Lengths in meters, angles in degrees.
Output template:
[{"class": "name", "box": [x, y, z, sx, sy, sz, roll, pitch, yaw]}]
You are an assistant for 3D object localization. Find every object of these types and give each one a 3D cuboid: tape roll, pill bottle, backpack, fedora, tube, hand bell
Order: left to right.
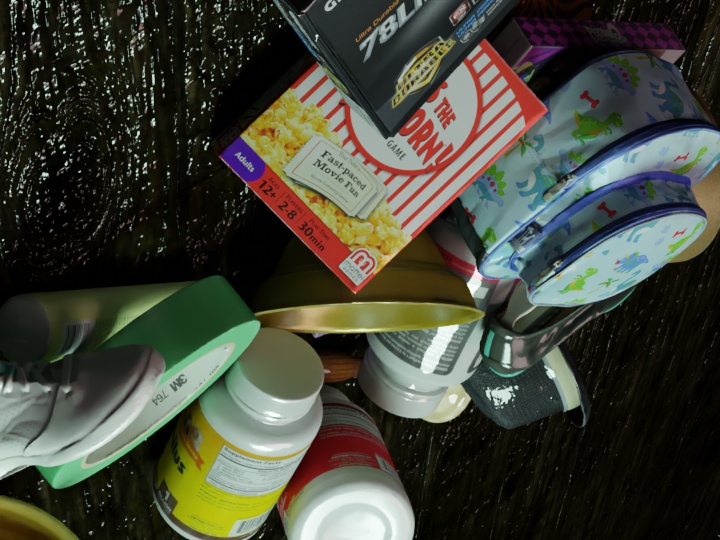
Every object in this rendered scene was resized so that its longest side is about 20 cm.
[{"class": "tube", "box": [-0.190, 0.038, 1.299, 0.200, 0.058, 0.052, -5, 94, -61]}, {"class": "tape roll", "box": [-0.167, 0.086, 1.327, 0.200, 0.048, 0.200, -40, 172, -7]}, {"class": "pill bottle", "box": [-0.101, 0.140, 1.485, 0.109, 0.109, 0.200, -23, 153, -42]}, {"class": "pill bottle", "box": [-0.026, 0.187, 1.584, 0.112, 0.200, 0.112, -5, 116, -11]}, {"class": "hand bell", "box": [0.009, 0.092, 1.675, 0.200, 0.104, 0.104, 7, 123, -45]}, {"class": "pill bottle", "box": [0.071, 0.032, 1.553, 0.111, 0.111, 0.200, -16, 140, -48]}, {"class": "fedora", "box": [0.134, 0.076, 1.651, 0.092, 0.201, 0.201, -30, 153, -6]}, {"class": "backpack", "box": [0.191, -0.068, 1.382, 0.200, 0.147, 0.183, -44, 155, 27]}]

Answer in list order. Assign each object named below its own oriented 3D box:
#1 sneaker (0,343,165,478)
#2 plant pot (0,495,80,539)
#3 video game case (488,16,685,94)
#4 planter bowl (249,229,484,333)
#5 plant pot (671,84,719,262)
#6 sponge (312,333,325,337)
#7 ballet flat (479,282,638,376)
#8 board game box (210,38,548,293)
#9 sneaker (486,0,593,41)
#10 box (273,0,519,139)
[{"class": "sneaker", "box": [-0.232, 0.086, 1.188, 0.200, 0.075, 0.089, -24, 119, 16]}, {"class": "plant pot", "box": [-0.298, 0.293, 1.341, 0.201, 0.201, 0.189, -35, 168, -24]}, {"class": "video game case", "box": [0.143, -0.135, 1.423, 0.200, 0.036, 0.181, -5, 148, -44]}, {"class": "planter bowl", "box": [0.000, 0.000, 1.422, 0.200, 0.200, 0.084, 13, 73, -62]}, {"class": "plant pot", "box": [0.206, -0.080, 1.630, 0.200, 0.186, 0.187, -13, 141, -29]}, {"class": "sponge", "box": [0.034, -0.006, 1.606, 0.200, 0.030, 0.112, -14, 140, -49]}, {"class": "ballet flat", "box": [0.182, 0.017, 1.512, 0.200, 0.068, 0.068, -39, 141, -27]}, {"class": "board game box", "box": [0.014, -0.106, 1.282, 0.200, 0.152, 0.046, -44, -160, 3]}, {"class": "sneaker", "box": [0.129, -0.219, 1.389, 0.200, 0.078, 0.112, -25, 148, -40]}, {"class": "box", "box": [0.045, -0.205, 1.143, 0.200, 0.050, 0.199, -46, 157, -3]}]
